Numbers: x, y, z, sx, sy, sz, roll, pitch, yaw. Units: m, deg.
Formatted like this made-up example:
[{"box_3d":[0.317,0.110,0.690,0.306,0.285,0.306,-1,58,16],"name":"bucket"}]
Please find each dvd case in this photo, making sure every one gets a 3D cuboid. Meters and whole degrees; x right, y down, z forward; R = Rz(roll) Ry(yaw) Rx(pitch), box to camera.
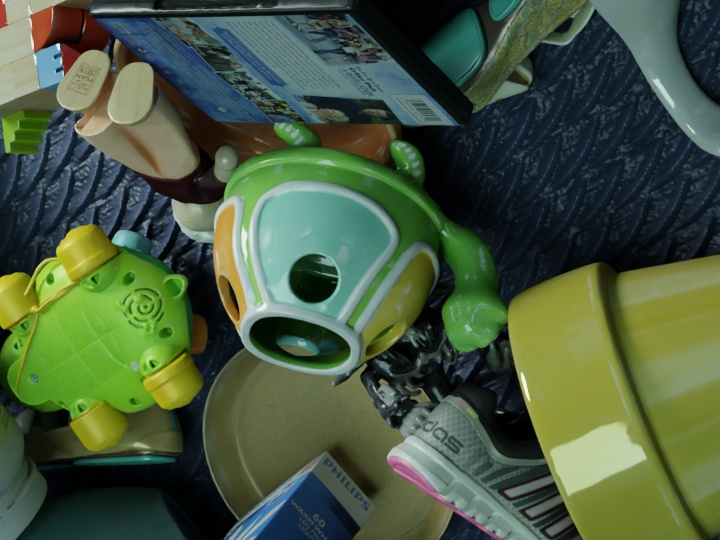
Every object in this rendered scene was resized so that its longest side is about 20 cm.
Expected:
[{"box_3d":[-0.048,-0.128,1.311,0.199,0.018,0.143,4,157,35],"name":"dvd case"}]

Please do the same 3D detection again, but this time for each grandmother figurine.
[{"box_3d":[-0.132,-0.075,1.442,0.121,0.200,0.061,26,77,30],"name":"grandmother figurine"}]

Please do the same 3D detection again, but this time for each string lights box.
[{"box_3d":[-0.074,0.216,1.504,0.059,0.200,0.103,48,121,-3],"name":"string lights box"}]

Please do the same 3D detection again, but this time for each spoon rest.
[{"box_3d":[0.183,-0.166,1.328,0.061,0.099,0.200,14,133,61],"name":"spoon rest"}]

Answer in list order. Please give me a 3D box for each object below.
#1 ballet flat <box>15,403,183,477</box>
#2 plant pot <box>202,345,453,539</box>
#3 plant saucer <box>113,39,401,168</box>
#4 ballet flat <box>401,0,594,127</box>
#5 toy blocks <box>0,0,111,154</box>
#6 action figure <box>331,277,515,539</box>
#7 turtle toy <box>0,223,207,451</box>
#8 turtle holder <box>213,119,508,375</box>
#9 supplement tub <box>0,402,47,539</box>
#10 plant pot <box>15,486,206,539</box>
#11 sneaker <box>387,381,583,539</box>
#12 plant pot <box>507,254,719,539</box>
[{"box_3d":[-0.221,0.125,1.651,0.199,0.069,0.063,-10,80,24],"name":"ballet flat"},{"box_3d":[-0.020,0.130,1.576,0.199,0.027,0.201,9,116,19],"name":"plant pot"},{"box_3d":[-0.064,-0.121,1.426,0.199,0.038,0.200,19,156,9],"name":"plant saucer"},{"box_3d":[0.097,-0.151,1.383,0.071,0.071,0.200,43,124,1],"name":"ballet flat"},{"box_3d":[-0.208,-0.191,1.447,0.136,0.100,0.201,-14,81,42],"name":"toy blocks"},{"box_3d":[0.065,0.082,1.468,0.200,0.119,0.102,51,163,-10],"name":"action figure"},{"box_3d":[-0.194,0.047,1.569,0.200,0.101,0.146,-30,97,31],"name":"turtle toy"},{"box_3d":[-0.009,0.003,1.405,0.185,0.132,0.141,29,142,-20],"name":"turtle holder"},{"box_3d":[-0.333,0.117,1.551,0.145,0.145,0.200,-25,113,30],"name":"supplement tub"},{"box_3d":[-0.176,0.240,1.615,0.135,0.200,0.200,-35,97,0],"name":"plant pot"},{"box_3d":[0.113,0.138,1.404,0.200,0.074,0.088,35,86,-26],"name":"sneaker"},{"box_3d":[0.216,0.074,1.363,0.188,0.201,0.201,-22,103,13],"name":"plant pot"}]
